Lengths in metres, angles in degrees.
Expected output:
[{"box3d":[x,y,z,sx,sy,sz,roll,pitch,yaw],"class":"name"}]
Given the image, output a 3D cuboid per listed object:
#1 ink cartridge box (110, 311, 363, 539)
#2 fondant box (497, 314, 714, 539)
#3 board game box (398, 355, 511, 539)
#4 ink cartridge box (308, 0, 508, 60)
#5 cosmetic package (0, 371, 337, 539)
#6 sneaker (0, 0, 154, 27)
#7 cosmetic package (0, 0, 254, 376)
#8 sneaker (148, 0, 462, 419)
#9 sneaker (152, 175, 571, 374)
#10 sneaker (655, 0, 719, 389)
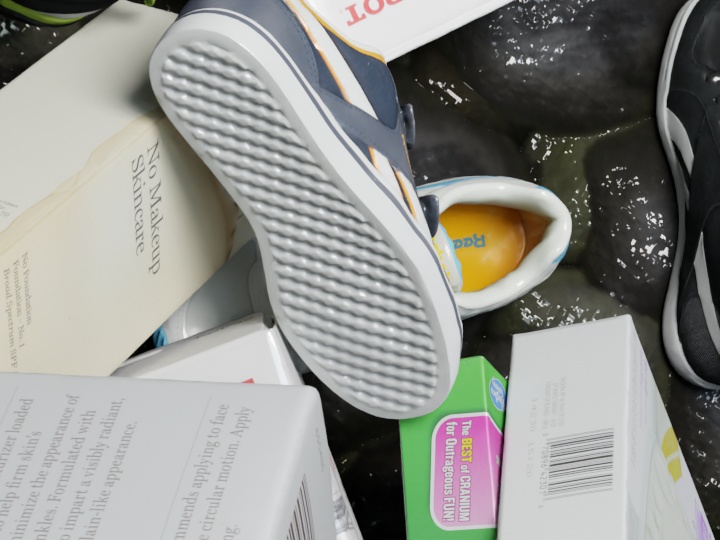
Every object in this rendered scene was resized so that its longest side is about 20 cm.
[{"box3d":[-0.069,0.135,1.053,0.146,0.083,0.200,-21,93,0],"class":"ink cartridge box"},{"box3d":[0.117,0.140,1.095,0.144,0.058,0.200,-82,155,-48],"class":"fondant box"},{"box3d":[0.064,0.156,1.084,0.040,0.153,0.200,-11,67,17],"class":"board game box"},{"box3d":[-0.012,-0.195,1.137,0.146,0.083,0.200,-28,95,-25],"class":"ink cartridge box"},{"box3d":[-0.118,0.148,0.899,0.165,0.200,0.165,-73,162,-53],"class":"cosmetic package"},{"box3d":[-0.162,-0.160,0.996,0.200,0.083,0.072,26,77,-36],"class":"sneaker"},{"box3d":[-0.120,-0.019,1.016,0.200,0.073,0.104,-46,146,-47],"class":"cosmetic package"},{"box3d":[-0.009,-0.036,1.017,0.200,0.078,0.079,62,33,-27],"class":"sneaker"},{"box3d":[0.000,0.000,1.129,0.200,0.081,0.077,-21,94,-24],"class":"sneaker"},{"box3d":[0.201,-0.045,1.212,0.073,0.112,0.200,4,82,-26],"class":"sneaker"}]
